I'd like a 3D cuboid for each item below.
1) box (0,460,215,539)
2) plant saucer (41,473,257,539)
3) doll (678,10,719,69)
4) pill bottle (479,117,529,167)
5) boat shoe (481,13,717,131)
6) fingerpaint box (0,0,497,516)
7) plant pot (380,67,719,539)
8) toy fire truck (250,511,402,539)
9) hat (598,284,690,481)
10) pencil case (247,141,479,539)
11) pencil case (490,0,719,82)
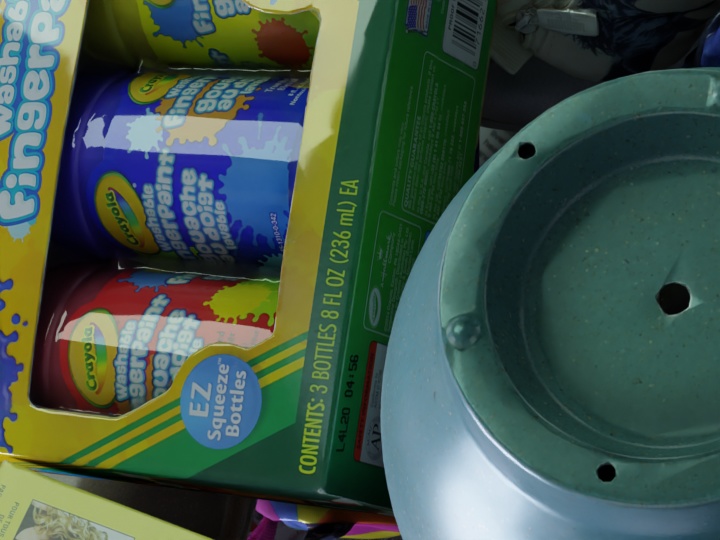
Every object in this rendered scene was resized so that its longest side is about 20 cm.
[{"bbox_3d":[-0.027,0.121,0.878,0.200,0.075,0.050,17,73,25],"label":"box"},{"bbox_3d":[-0.124,0.074,0.986,0.200,0.032,0.201,-7,66,17],"label":"plant saucer"},{"bbox_3d":[0.144,-0.075,0.883,0.136,0.049,0.200,-20,-5,-3],"label":"doll"},{"bbox_3d":[0.062,-0.059,1.111,0.200,0.113,0.113,-52,22,-11],"label":"pill bottle"},{"bbox_3d":[0.123,-0.103,1.036,0.200,0.076,0.060,-11,61,-1],"label":"boat shoe"},{"bbox_3d":[-0.052,-0.030,0.914,0.167,0.073,0.200,5,82,30],"label":"fingerpaint box"},{"bbox_3d":[0.091,0.027,0.755,0.200,0.134,0.201,-6,66,14],"label":"plant pot"},{"bbox_3d":[-0.067,0.123,1.082,0.168,0.112,0.200,-27,19,-13],"label":"toy fire truck"},{"bbox_3d":[0.063,0.033,0.921,0.201,0.081,0.201,-160,90,-87],"label":"hat"},{"bbox_3d":[0.000,0.000,0.983,0.088,0.088,0.200,-4,84,59],"label":"pencil case"},{"bbox_3d":[0.106,-0.131,0.883,0.089,0.078,0.200,-52,0,-32],"label":"pencil case"}]
